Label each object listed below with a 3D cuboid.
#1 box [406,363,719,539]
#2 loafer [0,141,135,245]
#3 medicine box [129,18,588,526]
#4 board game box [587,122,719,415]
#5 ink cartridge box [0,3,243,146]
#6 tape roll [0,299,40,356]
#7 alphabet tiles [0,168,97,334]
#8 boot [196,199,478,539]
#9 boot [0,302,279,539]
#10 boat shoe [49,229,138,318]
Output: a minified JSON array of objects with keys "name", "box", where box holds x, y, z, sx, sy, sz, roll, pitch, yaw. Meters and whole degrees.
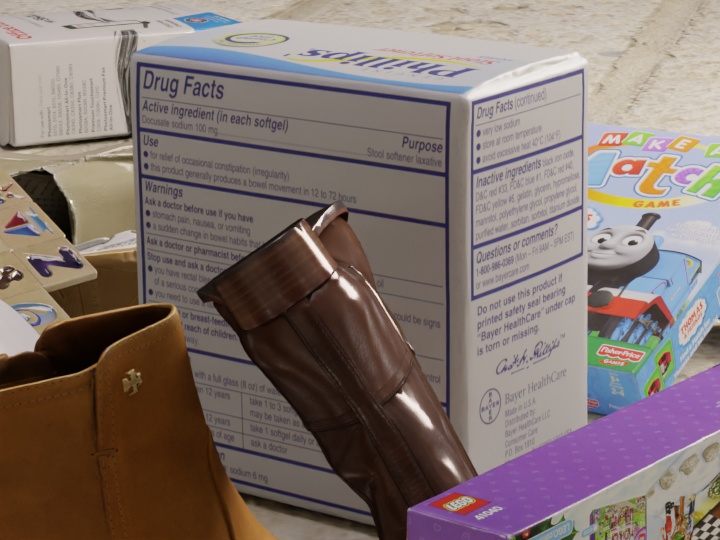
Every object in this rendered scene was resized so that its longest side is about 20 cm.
[{"name":"box","box":[0.086,0.114,0.744,0.039,0.137,0.200,12,18,37]},{"name":"loafer","box":[-0.168,-0.036,1.459,0.199,0.076,0.068,-3,22,-9]},{"name":"medicine box","box":[0.000,0.000,1.055,0.182,0.201,0.103,10,18,35]},{"name":"board game box","box":[0.126,-0.006,1.257,0.151,0.037,0.200,9,40,34]},{"name":"ink cartridge box","box":[-0.208,-0.159,1.899,0.199,0.085,0.146,-7,16,-26]},{"name":"tape roll","box":[-0.216,0.069,0.921,0.202,0.071,0.203,9,34,-6]},{"name":"alphabet tiles","box":[-0.242,-0.001,1.199,0.200,0.006,0.166,-17,46,-35]},{"name":"boot","box":[0.018,0.074,0.882,0.064,0.200,0.186,-34,2,6]},{"name":"boot","box":[-0.061,0.081,0.860,0.201,0.144,0.071,-12,19,-38]},{"name":"boat shoe","box":[-0.097,0.002,1.305,0.199,0.071,0.069,-2,16,-2]}]
